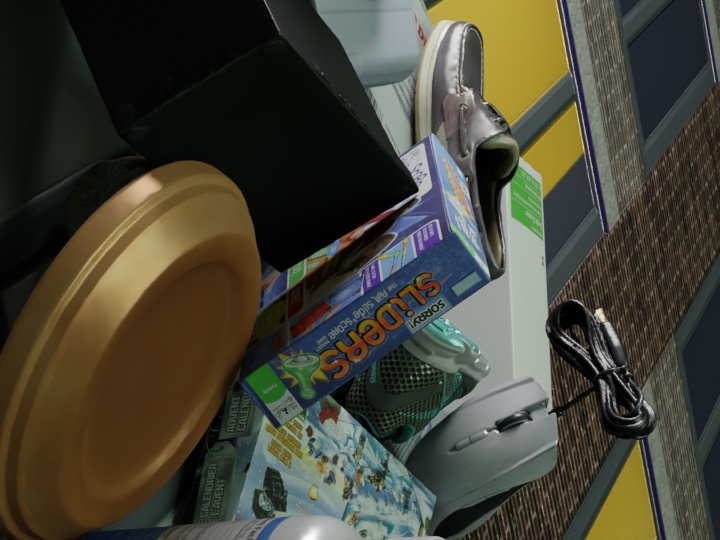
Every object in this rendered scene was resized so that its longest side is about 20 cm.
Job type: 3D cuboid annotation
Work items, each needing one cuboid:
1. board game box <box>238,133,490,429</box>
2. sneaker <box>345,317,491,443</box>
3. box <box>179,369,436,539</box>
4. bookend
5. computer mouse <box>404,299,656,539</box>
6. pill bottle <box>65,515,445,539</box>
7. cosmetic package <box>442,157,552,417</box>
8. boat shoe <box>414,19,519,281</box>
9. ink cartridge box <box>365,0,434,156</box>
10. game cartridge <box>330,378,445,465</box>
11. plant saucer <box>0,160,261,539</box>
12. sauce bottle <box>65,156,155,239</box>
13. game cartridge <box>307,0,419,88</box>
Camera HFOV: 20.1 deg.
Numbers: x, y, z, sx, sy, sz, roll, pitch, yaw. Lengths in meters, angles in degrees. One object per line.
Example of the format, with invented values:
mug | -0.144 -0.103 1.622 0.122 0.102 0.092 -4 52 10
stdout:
board game box | 0.000 0.000 1.103 0.034 0.135 0.200 52 11 -15
sneaker | 0.028 0.069 1.305 0.091 0.078 0.200 -52 168 -1
box | -0.029 0.154 1.203 0.200 0.040 0.137 47 49 -46
bookend | -0.077 -0.132 1.050 0.200 0.092 0.199 65 10 26
computer mouse | 0.091 0.107 1.294 0.044 0.200 0.110 22 37 -46
pill bottle | -0.053 0.175 0.973 0.112 0.199 0.113 -6 90 -68
cosmetic package | 0.089 0.018 1.527 0.108 0.085 0.201 26 59 -67
boat shoe | 0.071 -0.074 1.306 0.072 0.065 0.200 52 37 -52
ink cartridge box | -0.013 -0.103 1.306 0.147 0.083 0.200 63 31 -41
game cartridge | 0.013 0.131 1.372 0.200 0.040 0.134 -52 128 -60
plant saucer | -0.106 0.045 0.965 0.200 0.037 0.200 -50 158 -29
sauce bottle | -0.089 -0.033 1.123 0.200 0.065 0.065 -13 96 -68
game cartridge | -0.022 -0.205 1.196 0.133 0.041 0.201 -17 92 -65
